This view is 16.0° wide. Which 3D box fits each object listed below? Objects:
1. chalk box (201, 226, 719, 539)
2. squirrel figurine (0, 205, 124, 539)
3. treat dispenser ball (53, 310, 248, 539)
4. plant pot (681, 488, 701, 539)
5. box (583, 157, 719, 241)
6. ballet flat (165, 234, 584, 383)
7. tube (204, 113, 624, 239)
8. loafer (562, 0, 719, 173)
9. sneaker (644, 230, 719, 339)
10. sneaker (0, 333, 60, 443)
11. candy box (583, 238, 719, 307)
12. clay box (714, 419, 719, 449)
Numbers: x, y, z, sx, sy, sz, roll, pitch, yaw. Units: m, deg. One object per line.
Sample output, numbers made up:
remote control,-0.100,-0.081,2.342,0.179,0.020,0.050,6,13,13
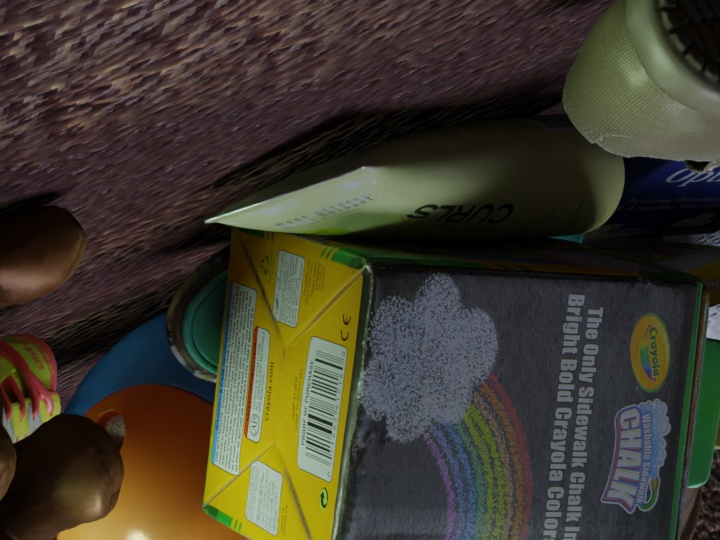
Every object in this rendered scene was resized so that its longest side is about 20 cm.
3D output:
chalk box,0.055,0.051,1.020,0.199,0.126,0.124,4,-174,-29
squirrel figurine,-0.161,0.100,0.798,0.199,0.188,0.141,-24,173,21
treat dispenser ball,-0.050,0.111,1.201,0.200,0.202,0.201,-21,174,-2
plant pot,0.111,0.064,1.322,0.200,0.202,0.093,-15,157,-46
box,0.179,-0.065,1.147,0.121,0.033,0.200,-4,158,-39
ballet flat,0.000,0.000,1.090,0.199,0.073,0.072,-18,173,-24
tube,0.030,-0.032,0.986,0.199,0.052,0.058,-5,129,-54
loafer,0.139,-0.075,0.898,0.067,0.077,0.199,-25,163,37
sneaker,0.176,-0.005,1.369,0.076,0.105,0.200,-45,147,-8
sneaker,-0.158,0.052,1.000,0.090,0.078,0.200,-43,175,-15
candy box,0.081,0.004,1.230,0.102,0.027,0.199,-13,-168,-35
clay box,0.154,0.059,1.180,0.114,0.048,0.199,-1,177,38
